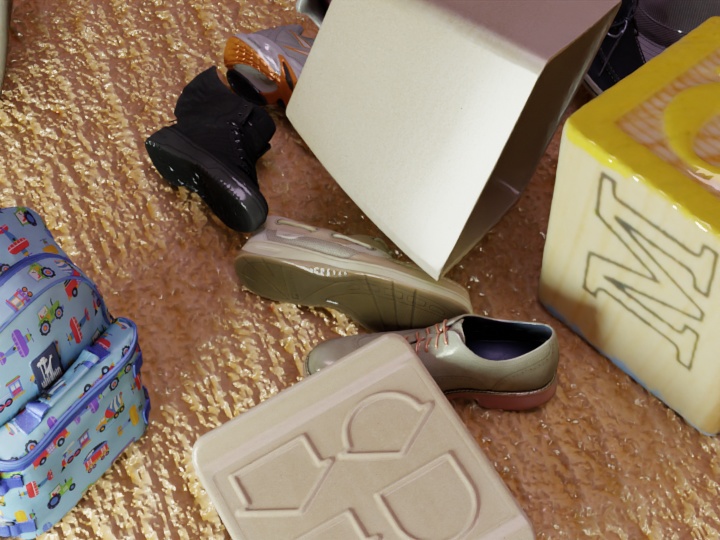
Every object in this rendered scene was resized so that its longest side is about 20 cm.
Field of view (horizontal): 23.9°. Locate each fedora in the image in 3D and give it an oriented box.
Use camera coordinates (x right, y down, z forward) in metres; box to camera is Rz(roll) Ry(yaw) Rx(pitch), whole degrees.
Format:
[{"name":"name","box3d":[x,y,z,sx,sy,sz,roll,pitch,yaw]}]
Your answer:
[{"name":"fedora","box3d":[0.320,-0.276,1.588,0.175,0.091,0.201,17,51,14]}]

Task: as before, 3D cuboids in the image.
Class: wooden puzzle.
[{"name":"wooden puzzle","box3d":[0.001,0.166,1.211,0.184,0.046,0.201,-28,59,-9]}]

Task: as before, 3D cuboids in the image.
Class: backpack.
[{"name":"backpack","box3d":[-0.245,0.065,1.203,0.134,0.201,0.183,30,54,23]}]

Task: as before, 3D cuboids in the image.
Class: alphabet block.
[{"name":"alphabet block","box3d":[0.271,-0.037,1.305,0.195,0.201,0.196,-36,59,-28]}]

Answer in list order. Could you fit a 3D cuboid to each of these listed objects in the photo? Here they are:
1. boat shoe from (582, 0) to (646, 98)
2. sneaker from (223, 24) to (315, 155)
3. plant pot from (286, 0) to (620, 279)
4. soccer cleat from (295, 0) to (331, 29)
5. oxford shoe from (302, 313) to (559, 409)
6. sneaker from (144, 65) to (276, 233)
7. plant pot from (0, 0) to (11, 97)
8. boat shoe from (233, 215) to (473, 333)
[{"name":"boat shoe","box3d":[0.213,-0.219,1.496,0.074,0.062,0.201,-34,97,-46]},{"name":"sneaker","box3d":[-0.027,-0.161,1.494,0.092,0.076,0.200,-30,58,-33]},{"name":"plant pot","box3d":[0.061,-0.149,1.336,0.176,0.201,0.200,32,31,11]},{"name":"soccer cleat","box3d":[0.025,-0.186,1.483,0.200,0.070,0.086,40,31,7]},{"name":"oxford shoe","box3d":[0.054,0.060,1.298,0.198,0.074,0.071,-2,48,-3]},{"name":"sneaker","box3d":[-0.110,-0.106,1.433,0.104,0.060,0.199,-34,39,-21]},{"name":"plant pot","box3d":[-0.390,-0.248,1.487,0.197,0.178,0.201,-2,49,-3]},{"name":"boat shoe","box3d":[0.000,0.000,1.355,0.198,0.073,0.065,13,50,17]}]
